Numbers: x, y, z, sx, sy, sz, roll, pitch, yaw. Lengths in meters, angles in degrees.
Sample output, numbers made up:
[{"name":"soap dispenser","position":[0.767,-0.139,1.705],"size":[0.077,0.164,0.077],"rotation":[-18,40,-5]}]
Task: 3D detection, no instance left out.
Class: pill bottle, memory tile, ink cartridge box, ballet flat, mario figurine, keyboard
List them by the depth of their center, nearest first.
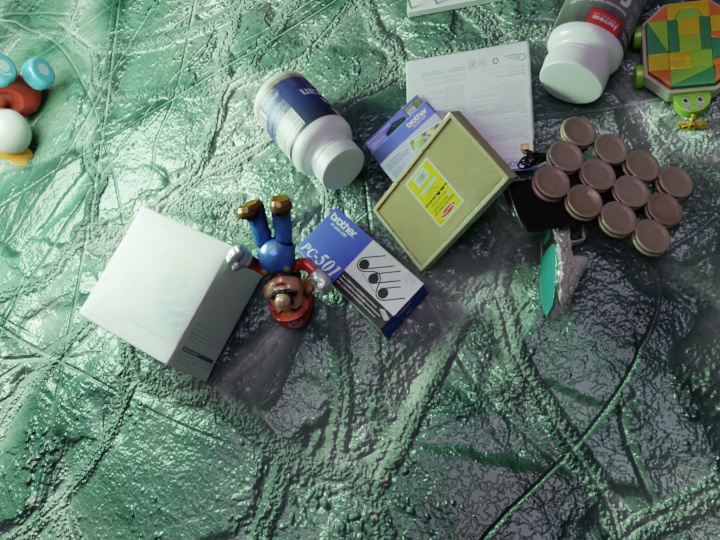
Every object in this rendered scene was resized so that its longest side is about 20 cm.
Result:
[{"name":"memory tile","position":[0.343,-0.116,0.862],"size":[0.199,0.017,0.154],"rotation":[30,66,6]},{"name":"ballet flat","position":[0.280,-0.033,0.872],"size":[0.071,0.072,0.202],"rotation":[-5,67,16]},{"name":"keyboard","position":[0.291,-0.119,0.877],"size":[0.197,0.021,0.128],"rotation":[-9,67,-12]},{"name":"mario figurine","position":[-0.119,-0.002,0.933],"size":[0.123,0.202,0.106],"rotation":[5,27,43]},{"name":"pill bottle","position":[0.349,-0.362,0.947],"size":[0.113,0.114,0.202],"rotation":[20,77,24]},{"name":"ink cartridge box","position":[0.000,0.000,0.965],"size":[0.094,0.044,0.200],"rotation":[-46,63,-4]},{"name":"ink cartridge box","position":[0.101,-0.167,0.969],"size":[0.119,0.042,0.201],"rotation":[-41,72,11]},{"name":"ink cartridge box","position":[0.171,-0.242,0.994],"size":[0.194,0.043,0.203],"rotation":[-3,85,18]},{"name":"pill bottle","position":[-0.082,-0.227,1.043],"size":[0.111,0.111,0.200],"rotation":[-40,63,0]}]

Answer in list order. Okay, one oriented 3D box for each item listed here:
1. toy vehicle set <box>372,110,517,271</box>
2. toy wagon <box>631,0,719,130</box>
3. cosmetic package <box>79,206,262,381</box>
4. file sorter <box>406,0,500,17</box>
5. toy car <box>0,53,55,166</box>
[{"name":"toy vehicle set","position":[0.113,-0.109,0.904],"size":[0.125,0.026,0.200],"rotation":[53,128,15]},{"name":"toy wagon","position":[0.480,-0.301,0.920],"size":[0.153,0.040,0.203],"rotation":[0,70,19]},{"name":"cosmetic package","position":[-0.297,0.034,1.011],"size":[0.198,0.123,0.202],"rotation":[22,77,24]},{"name":"file sorter","position":[0.166,-0.543,1.073],"size":[0.197,0.125,0.141],"rotation":[-3,69,17]},{"name":"toy car","position":[-0.714,-0.304,1.287],"size":[0.183,0.177,0.202],"rotation":[-18,94,25]}]
